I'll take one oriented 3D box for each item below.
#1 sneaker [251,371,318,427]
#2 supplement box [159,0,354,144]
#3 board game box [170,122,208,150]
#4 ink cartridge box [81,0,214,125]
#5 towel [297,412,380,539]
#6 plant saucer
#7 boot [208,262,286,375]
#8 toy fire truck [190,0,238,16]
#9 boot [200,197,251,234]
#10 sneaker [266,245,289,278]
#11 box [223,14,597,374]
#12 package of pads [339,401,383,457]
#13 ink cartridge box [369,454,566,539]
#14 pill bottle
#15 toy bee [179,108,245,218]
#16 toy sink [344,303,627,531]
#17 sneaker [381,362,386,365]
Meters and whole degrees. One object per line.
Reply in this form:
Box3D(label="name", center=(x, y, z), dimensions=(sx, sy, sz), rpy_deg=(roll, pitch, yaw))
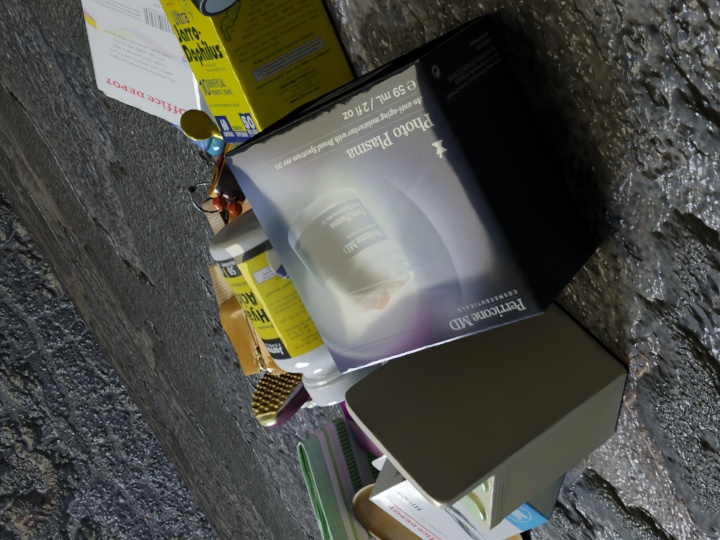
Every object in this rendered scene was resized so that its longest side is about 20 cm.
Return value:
Box3D(label="sneaker", center=(-0.059, 0.136, 1.452), dimensions=(0.074, 0.200, 0.091), rpy_deg=(-14, 115, 30))
Box3D(label="supplement box", center=(-0.103, -0.228, 1.124), dimensions=(0.109, 0.109, 0.201), rpy_deg=(12, 129, 62))
Box3D(label="board game box", center=(-0.224, -0.258, 1.447), dimensions=(0.134, 0.045, 0.201), rpy_deg=(39, 152, 41))
Box3D(label="ink cartridge box", center=(-0.210, -0.264, 1.278), dimensions=(0.147, 0.086, 0.201), rpy_deg=(24, 144, 18))
Box3D(label="towel", center=(-0.007, 0.244, 1.448), dimensions=(0.023, 0.200, 0.154), rpy_deg=(-13, 96, 28))
Box3D(label="plant saucer", center=(0.090, 0.275, 1.373), dimensions=(0.198, 0.036, 0.201), rpy_deg=(14, 145, 10))
Box3D(label="boot", center=(-0.075, 0.034, 1.335), dimensions=(0.200, 0.071, 0.145), rpy_deg=(-22, 91, 38))
Box3D(label="toy fire truck", center=(-0.068, -0.307, 0.861), dimensions=(0.129, 0.175, 0.200), rpy_deg=(54, 148, 13))
Box3D(label="boot", center=(-0.101, -0.035, 1.420), dimensions=(0.155, 0.073, 0.200), rpy_deg=(58, 159, -9))
Box3D(label="sneaker", center=(0.000, 0.000, 1.135), dimensions=(0.116, 0.080, 0.199), rpy_deg=(62, -159, 5))
Box3D(label="box", center=(0.038, -0.051, 0.924), dimensions=(0.199, 0.123, 0.199), rpy_deg=(-21, 103, 38))
Box3D(label="package of pads", center=(0.014, 0.123, 1.387), dimensions=(0.120, 0.075, 0.201), rpy_deg=(11, 129, 61))
Box3D(label="ink cartridge box", center=(0.093, 0.216, 1.210), dimensions=(0.116, 0.067, 0.200), rpy_deg=(38, 140, -12))
Box3D(label="pill bottle", center=(-0.059, 0.031, 1.232), dimensions=(0.201, 0.111, 0.111), rpy_deg=(60, 159, -15))
Box3D(label="toy bee", center=(-0.118, -0.110, 1.250), dimensions=(0.109, 0.130, 0.201), rpy_deg=(-94, 6, -52))
Box3D(label="toy sink", center=(0.101, 0.124, 1.017), dimensions=(0.130, 0.199, 0.113), rpy_deg=(44, 155, 31))
Box3D(label="sneaker", center=(0.065, 0.128, 1.233), dimensions=(0.201, 0.074, 0.107), rpy_deg=(84, 172, -47))
